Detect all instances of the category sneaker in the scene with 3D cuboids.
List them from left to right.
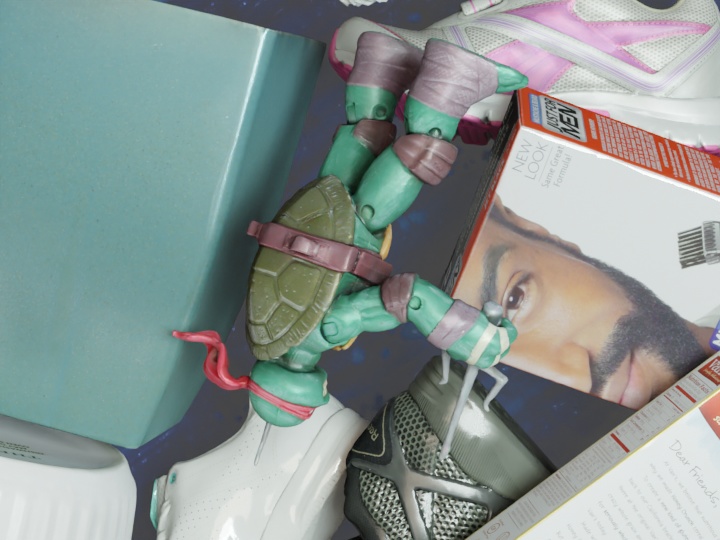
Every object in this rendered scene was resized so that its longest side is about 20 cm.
[{"bbox_3d":[-0.076,0.139,0.917,0.088,0.075,0.201,33,84,19],"label":"sneaker"},{"bbox_3d":[0.064,0.146,0.881,0.114,0.076,0.200,-42,102,8],"label":"sneaker"},{"bbox_3d":[0.085,-0.106,0.906,0.198,0.081,0.089,7,86,-1],"label":"sneaker"}]

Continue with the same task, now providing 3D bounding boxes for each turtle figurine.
[{"bbox_3d":[0.000,0.000,0.812,0.149,0.100,0.201,21,91,44],"label":"turtle figurine"}]

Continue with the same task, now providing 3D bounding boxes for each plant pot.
[{"bbox_3d":[-0.114,-0.028,0.894,0.140,0.141,0.202,13,96,8],"label":"plant pot"}]

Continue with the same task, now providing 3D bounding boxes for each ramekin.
[{"bbox_3d":[-0.193,0.109,0.855,0.201,0.202,0.095,17,92,7],"label":"ramekin"}]

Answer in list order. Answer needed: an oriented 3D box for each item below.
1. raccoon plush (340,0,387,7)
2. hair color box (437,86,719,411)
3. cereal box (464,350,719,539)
[{"bbox_3d":[0.093,-0.151,0.846,0.133,0.097,0.200,32,69,15],"label":"raccoon plush"},{"bbox_3d":[0.144,0.006,0.858,0.198,0.064,0.112,19,112,-4],"label":"hair color box"},{"bbox_3d":[0.122,0.149,0.824,0.199,0.040,0.144,-35,105,-1],"label":"cereal box"}]
